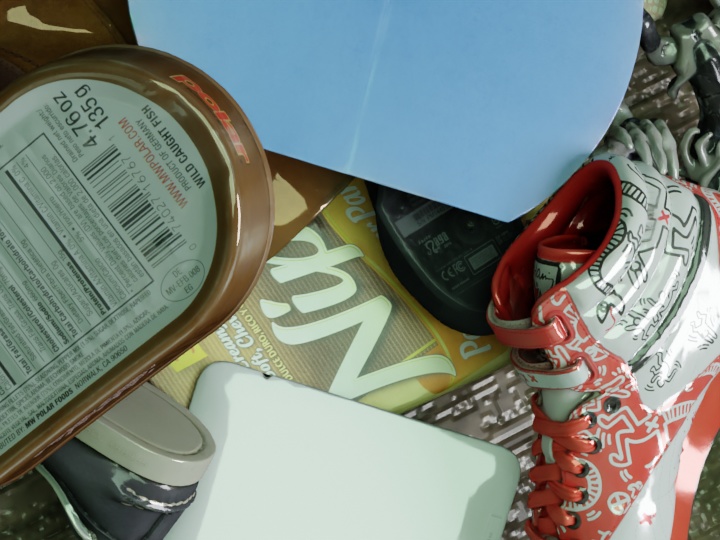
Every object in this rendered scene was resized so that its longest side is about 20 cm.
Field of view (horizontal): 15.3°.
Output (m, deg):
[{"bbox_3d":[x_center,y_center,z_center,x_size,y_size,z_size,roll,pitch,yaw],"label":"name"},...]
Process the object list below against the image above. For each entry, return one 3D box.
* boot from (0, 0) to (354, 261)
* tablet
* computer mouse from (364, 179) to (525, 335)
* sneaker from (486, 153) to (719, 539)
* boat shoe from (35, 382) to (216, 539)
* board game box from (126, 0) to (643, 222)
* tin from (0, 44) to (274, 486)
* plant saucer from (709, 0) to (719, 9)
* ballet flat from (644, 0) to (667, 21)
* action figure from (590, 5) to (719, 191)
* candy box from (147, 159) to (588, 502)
[{"bbox_3d":[-0.126,-0.058,0.992,0.188,0.068,0.200,-36,108,-14],"label":"boot"},{"bbox_3d":[-0.027,0.146,1.018,0.130,0.014,0.201,17,90,-5],"label":"tablet"},{"bbox_3d":[0.004,-0.064,1.021,0.059,0.034,0.200,-28,91,-31],"label":"computer mouse"},{"bbox_3d":[0.080,0.056,0.998,0.108,0.067,0.202,26,89,-31],"label":"sneaker"},{"bbox_3d":[-0.150,0.044,1.011,0.200,0.073,0.063,31,110,16],"label":"boat shoe"},{"bbox_3d":[0.006,-0.109,0.984,0.200,0.039,0.158,16,80,-18],"label":"board game box"},{"bbox_3d":[-0.122,0.003,0.940,0.200,0.042,0.112,-38,84,18],"label":"tin"},{"bbox_3d":[0.221,-0.161,1.126,0.200,0.050,0.201,1,85,-10],"label":"plant saucer"},{"bbox_3d":[0.048,-0.165,1.086,0.200,0.062,0.067,41,86,-5],"label":"ballet flat"},{"bbox_3d":[0.141,-0.069,1.043,0.119,0.102,0.200,-27,103,7],"label":"action figure"},{"bbox_3d":[0.000,0.000,1.064,0.200,0.055,0.116,-24,91,-13],"label":"candy box"}]
